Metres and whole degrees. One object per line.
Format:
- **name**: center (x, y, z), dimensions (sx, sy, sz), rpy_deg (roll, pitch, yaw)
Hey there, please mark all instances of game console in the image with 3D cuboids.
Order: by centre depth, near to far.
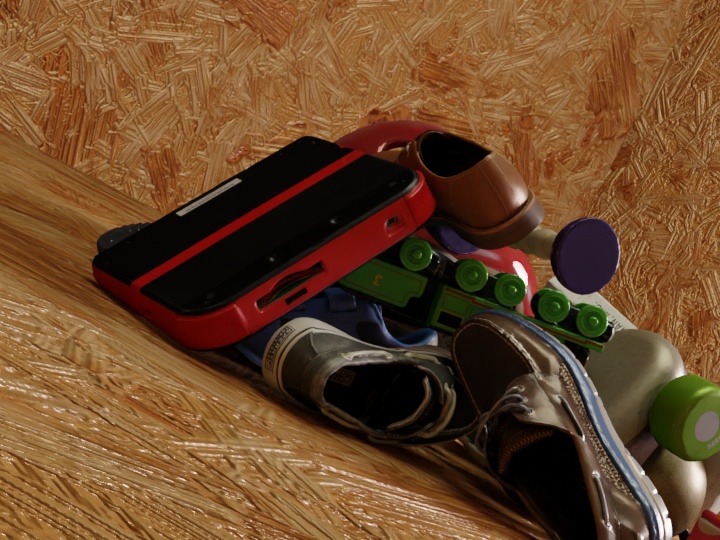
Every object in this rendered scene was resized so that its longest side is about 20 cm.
- **game console**: center (-0.065, -0.024, 0.903), dimensions (0.177, 0.199, 0.031), rpy_deg (23, -41, 54)

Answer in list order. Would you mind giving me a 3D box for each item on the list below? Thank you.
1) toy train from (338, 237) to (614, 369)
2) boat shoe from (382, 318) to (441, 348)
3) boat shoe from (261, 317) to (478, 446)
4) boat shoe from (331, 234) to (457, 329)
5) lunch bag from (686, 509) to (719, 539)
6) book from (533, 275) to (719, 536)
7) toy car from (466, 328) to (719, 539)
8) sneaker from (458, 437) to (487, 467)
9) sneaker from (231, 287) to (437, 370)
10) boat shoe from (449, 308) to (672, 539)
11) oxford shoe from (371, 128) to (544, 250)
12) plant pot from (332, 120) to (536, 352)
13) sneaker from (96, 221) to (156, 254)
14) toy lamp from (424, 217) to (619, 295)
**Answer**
- **toy train**: center (0.077, 0.022, 0.920), dimensions (0.199, 0.057, 0.042), rpy_deg (21, 0, -4)
- **boat shoe**: center (-0.005, 0.063, 1.029), dimensions (0.199, 0.076, 0.072), rpy_deg (30, -2, -9)
- **boat shoe**: center (0.025, 0.084, 0.867), dimensions (0.199, 0.071, 0.064), rpy_deg (17, 7, -45)
- **boat shoe**: center (0.000, 0.000, 0.994), dimensions (0.199, 0.072, 0.068), rpy_deg (26, 21, -5)
- **lunch bag**: center (0.229, 0.181, 0.595), dimensions (0.199, 0.082, 0.176), rpy_deg (27, -1, 23)
- **book**: center (0.216, 0.103, 1.063), dimensions (0.200, 0.048, 0.134), rpy_deg (44, -27, 23)
- **toy car**: center (0.189, 0.157, 0.976), dimensions (0.164, 0.157, 0.201), rpy_deg (34, -24, 57)
- **sneaker**: center (0.112, 0.125, 1.125), dimensions (0.093, 0.071, 0.200), rpy_deg (35, 0, -28)
- **sneaker**: center (-0.034, 0.042, 0.951), dimensions (0.199, 0.083, 0.074), rpy_deg (27, 2, -17)
- **boat shoe**: center (0.112, 0.100, 0.829), dimensions (0.072, 0.072, 0.200), rpy_deg (4, 39, -48)
- **oxford shoe**: center (0.051, -0.071, 0.949), dimensions (0.200, 0.071, 0.071), rpy_deg (16, -37, 58)
- **plant pot**: center (0.043, -0.001, 1.166), dimensions (0.200, 0.201, 0.183), rpy_deg (28, 25, -31)
- **sneaker**: center (-0.116, 0.015, 1.078), dimensions (0.199, 0.082, 0.070), rpy_deg (10, 30, 5)
- **toy lamp**: center (0.103, -0.029, 0.958), dimensions (0.058, 0.058, 0.200), rpy_deg (28, -4, -28)
